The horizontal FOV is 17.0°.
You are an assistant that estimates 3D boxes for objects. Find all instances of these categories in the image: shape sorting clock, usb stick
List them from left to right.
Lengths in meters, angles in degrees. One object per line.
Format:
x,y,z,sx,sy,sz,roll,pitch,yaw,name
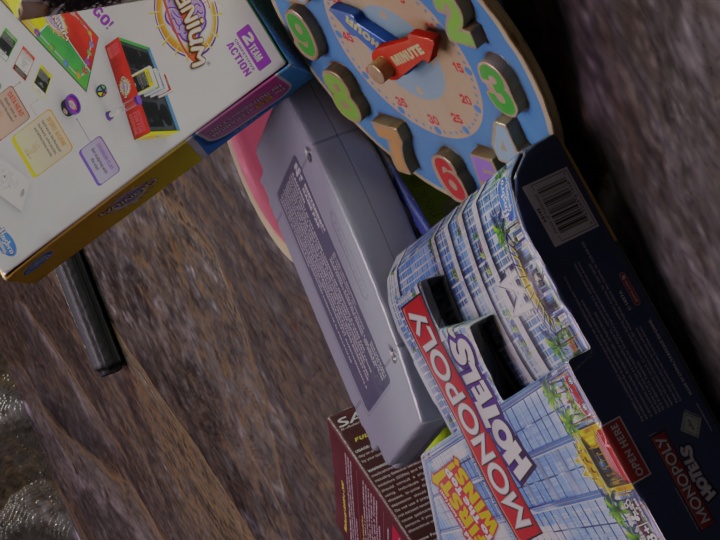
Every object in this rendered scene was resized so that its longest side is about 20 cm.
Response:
-0.290,0.011,2.444,0.201,0.032,0.055,69,163,-2,usb stick
0.020,-0.106,1.176,0.200,0.039,0.201,40,154,24,shape sorting clock

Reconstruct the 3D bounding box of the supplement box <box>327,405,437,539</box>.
0.050,0.182,1.513,0.200,0.061,0.109,54,158,38,supplement box

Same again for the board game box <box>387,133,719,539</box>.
0.078,0.065,1.172,0.201,0.061,0.200,61,150,7,board game box

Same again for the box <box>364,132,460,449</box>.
0.039,0.011,1.347,0.122,0.047,0.200,59,161,26,box

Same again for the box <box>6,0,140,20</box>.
-0.085,-0.180,1.212,0.050,0.199,0.075,59,147,26,box

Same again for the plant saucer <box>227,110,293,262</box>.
-0.039,-0.080,1.482,0.201,0.051,0.201,59,162,32,plant saucer

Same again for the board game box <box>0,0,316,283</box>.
-0.144,-0.111,1.300,0.154,0.199,0.040,59,-165,13,board game box

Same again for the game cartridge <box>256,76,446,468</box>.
0.000,0.000,1.314,0.133,0.041,0.201,114,134,-72,game cartridge
